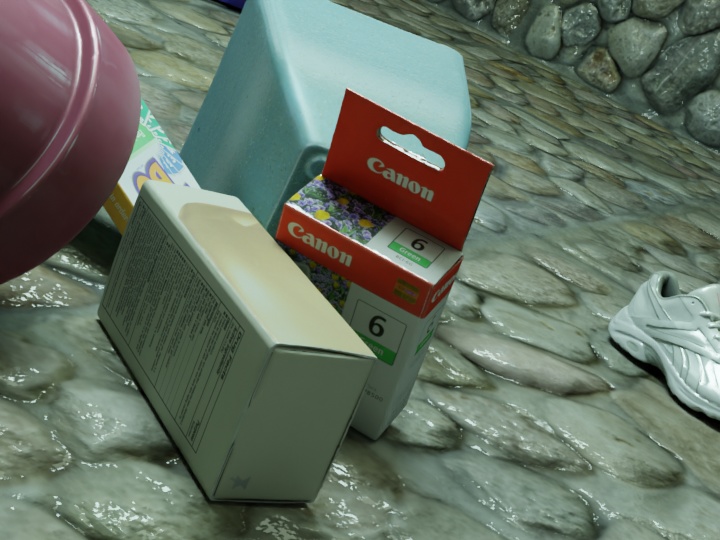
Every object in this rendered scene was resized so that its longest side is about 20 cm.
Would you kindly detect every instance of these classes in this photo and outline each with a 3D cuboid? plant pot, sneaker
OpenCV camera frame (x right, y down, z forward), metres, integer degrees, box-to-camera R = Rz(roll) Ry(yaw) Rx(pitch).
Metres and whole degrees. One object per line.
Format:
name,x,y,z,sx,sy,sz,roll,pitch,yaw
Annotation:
plant pot,-0.252,-0.111,0.727,0.200,0.200,0.179,38,-7,35
plant pot,-0.023,-0.083,1.063,0.196,0.196,0.200,18,29,-20
sneaker,0.313,0.065,1.195,0.078,0.099,0.200,6,26,-43

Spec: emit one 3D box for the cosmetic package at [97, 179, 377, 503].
cosmetic package,-0.080,0.037,0.778,0.071,0.105,0.200,9,25,-35

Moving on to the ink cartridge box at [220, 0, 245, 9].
ink cartridge box,-0.237,-0.448,2.009,0.198,0.043,0.200,17,17,-20

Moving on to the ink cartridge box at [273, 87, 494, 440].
ink cartridge box,0.000,0.000,0.821,0.109,0.200,0.050,29,39,14

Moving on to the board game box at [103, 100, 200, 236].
board game box,-0.154,-0.061,0.944,0.200,0.030,0.096,59,25,5
